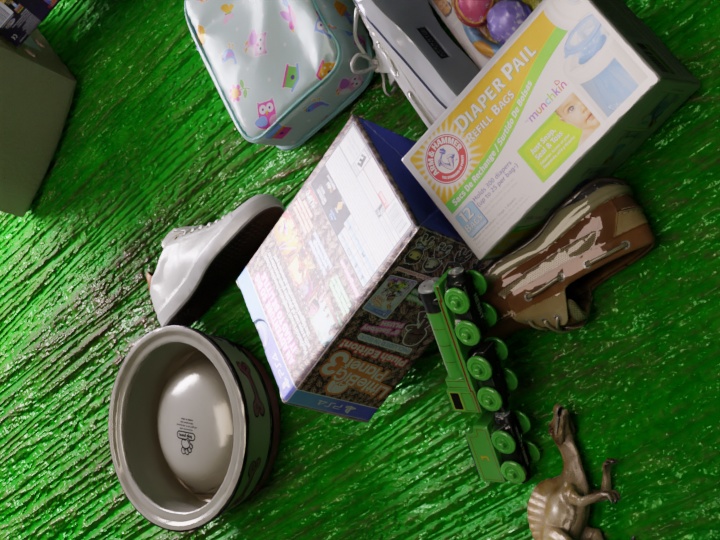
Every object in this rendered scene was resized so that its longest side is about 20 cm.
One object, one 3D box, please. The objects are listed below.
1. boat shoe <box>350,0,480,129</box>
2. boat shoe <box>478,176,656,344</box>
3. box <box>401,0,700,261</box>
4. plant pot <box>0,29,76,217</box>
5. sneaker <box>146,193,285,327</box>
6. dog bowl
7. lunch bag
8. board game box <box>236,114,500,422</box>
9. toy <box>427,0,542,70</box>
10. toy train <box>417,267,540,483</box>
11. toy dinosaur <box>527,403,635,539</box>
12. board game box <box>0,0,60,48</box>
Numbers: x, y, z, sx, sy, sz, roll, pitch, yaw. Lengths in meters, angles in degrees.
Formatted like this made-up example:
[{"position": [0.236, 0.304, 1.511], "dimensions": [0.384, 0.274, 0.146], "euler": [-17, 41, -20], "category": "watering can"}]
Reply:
[{"position": [0.036, -0.191, 1.063], "dimensions": [0.203, 0.074, 0.086], "euler": [53, 135, 15], "category": "boat shoe"}, {"position": [0.152, 0.013, 0.954], "dimensions": [0.200, 0.075, 0.074], "euler": [-46, 65, 28], "category": "boat shoe"}, {"position": [0.147, -0.115, 0.937], "dimensions": [0.200, 0.101, 0.113], "euler": [-48, 70, 27], "category": "box"}, {"position": [-0.452, -0.211, 1.379], "dimensions": [0.177, 0.199, 0.200], "euler": [-49, 60, 13], "category": "plant pot"}, {"position": [-0.157, -0.027, 1.200], "dimensions": [0.200, 0.072, 0.085], "euler": [-42, 66, 30], "category": "sneaker"}, {"position": [-0.163, 0.156, 1.196], "dimensions": [0.198, 0.073, 0.203], "euler": [-2, 87, 38], "category": "dog bowl"}, {"position": [-0.083, -0.228, 1.150], "dimensions": [0.160, 0.077, 0.201], "euler": [-39, 65, 32], "category": "lunch bag"}, {"position": [0.000, 0.000, 1.032], "dimensions": [0.201, 0.096, 0.160], "euler": [-52, 41, 24], "category": "board game box"}, {"position": [0.110, -0.242, 1.015], "dimensions": [0.115, 0.047, 0.201], "euler": [-46, 61, 29], "category": "toy"}, {"position": [0.095, 0.087, 0.964], "dimensions": [0.056, 0.042, 0.202], "euler": [-2, 117, 39], "category": "toy train"}, {"position": [0.166, 0.214, 0.955], "dimensions": [0.101, 0.058, 0.202], "euler": [14, 89, 53], "category": "toy dinosaur"}, {"position": [-0.320, -0.361, 1.306], "dimensions": [0.199, 0.057, 0.166], "euler": [-36, 28, 32], "category": "board game box"}]
